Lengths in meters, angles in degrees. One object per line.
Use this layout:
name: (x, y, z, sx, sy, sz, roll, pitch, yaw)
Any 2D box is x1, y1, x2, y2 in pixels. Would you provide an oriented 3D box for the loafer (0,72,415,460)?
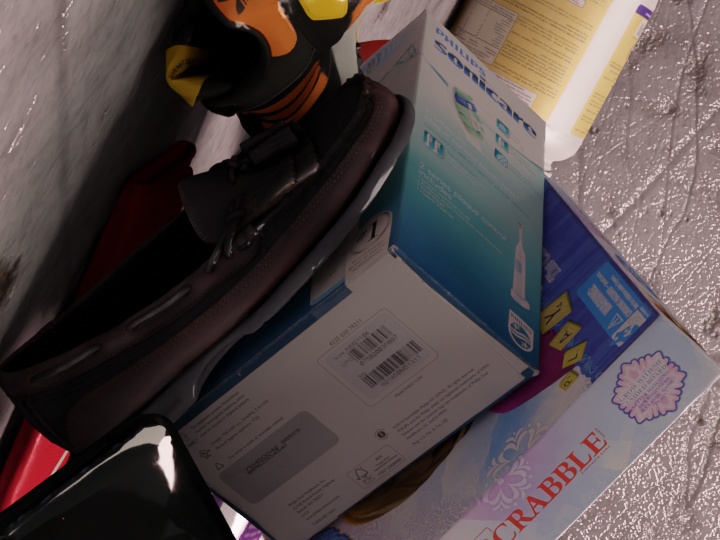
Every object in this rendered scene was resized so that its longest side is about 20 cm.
loafer: (-0.062, -0.005, 0.847, 0.200, 0.063, 0.072, -48, -160, 8)

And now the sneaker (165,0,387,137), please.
sneaker: (-0.046, -0.092, 0.864, 0.090, 0.070, 0.200, -32, 171, -20)

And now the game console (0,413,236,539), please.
game console: (-0.152, 0.137, 0.846, 0.200, 0.116, 0.176, -36, -161, -12)

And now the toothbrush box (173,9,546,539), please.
toothbrush box: (0.000, 0.000, 0.928, 0.146, 0.085, 0.200, -38, -158, 28)

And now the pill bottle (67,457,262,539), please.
pill bottle: (-0.088, 0.088, 1.082, 0.200, 0.111, 0.111, -62, 175, 14)

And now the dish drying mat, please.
dish drying mat: (-0.124, 0.037, 0.966, 0.200, 0.018, 0.077, -63, 174, 22)

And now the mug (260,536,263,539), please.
mug: (-0.124, 0.244, 1.366, 0.200, 0.148, 0.175, -49, 159, -35)

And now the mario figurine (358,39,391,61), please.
mario figurine: (-0.012, -0.032, 1.161, 0.106, 0.123, 0.200, 21, 106, -51)

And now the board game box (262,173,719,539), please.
board game box: (0.041, 0.065, 0.911, 0.200, 0.041, 0.200, -47, -159, 7)

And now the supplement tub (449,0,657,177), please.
supplement tub: (0.145, -0.182, 1.808, 0.200, 0.145, 0.145, -62, 175, 7)
